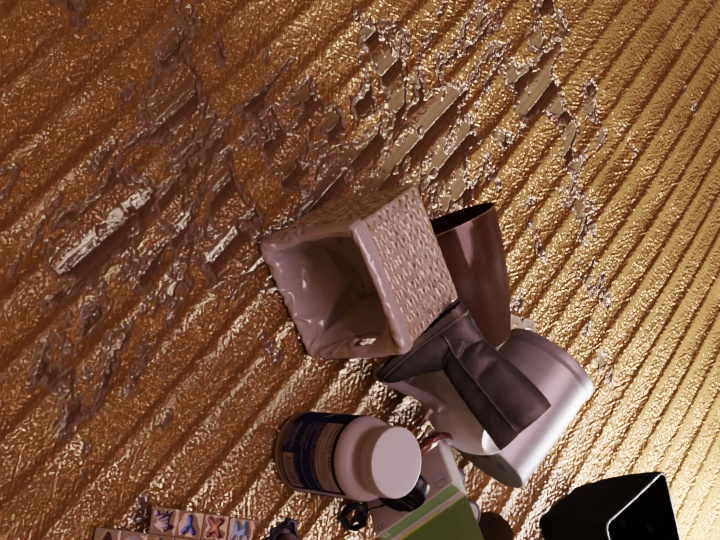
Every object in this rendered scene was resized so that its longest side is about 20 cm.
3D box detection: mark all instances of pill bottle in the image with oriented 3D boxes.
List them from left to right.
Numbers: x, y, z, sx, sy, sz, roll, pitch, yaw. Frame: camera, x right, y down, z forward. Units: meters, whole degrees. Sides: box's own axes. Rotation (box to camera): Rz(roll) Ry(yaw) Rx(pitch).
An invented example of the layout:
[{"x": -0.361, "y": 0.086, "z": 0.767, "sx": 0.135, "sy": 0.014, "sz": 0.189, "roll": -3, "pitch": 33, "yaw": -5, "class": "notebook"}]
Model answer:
[{"x": -0.018, "y": 0.258, "z": 1.525, "sx": 0.115, "sy": 0.199, "sz": 0.117, "roll": 3, "pitch": 86, "yaw": -43, "class": "pill bottle"}]

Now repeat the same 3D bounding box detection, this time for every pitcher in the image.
[{"x": 0.127, "y": 0.193, "z": 1.657, "sx": 0.170, "sy": 0.199, "sz": 0.122, "roll": 4, "pitch": 110, "yaw": -42, "class": "pitcher"}]

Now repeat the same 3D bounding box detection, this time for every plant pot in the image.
[{"x": 0.153, "y": 0.024, "z": 1.688, "sx": 0.186, "sy": 0.186, "sz": 0.202, "roll": -29, "pitch": 101, "yaw": -40, "class": "plant pot"}, {"x": 0.438, "y": 0.482, "z": 1.959, "sx": 0.199, "sy": 0.176, "sz": 0.202, "roll": -26, "pitch": 105, "yaw": -40, "class": "plant pot"}]

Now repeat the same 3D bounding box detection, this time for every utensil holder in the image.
[{"x": 0.253, "y": 0.224, "z": 1.789, "sx": 0.200, "sy": 0.169, "sz": 0.170, "roll": -50, "pitch": 120, "yaw": -17, "class": "utensil holder"}]

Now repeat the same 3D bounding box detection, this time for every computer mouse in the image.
[{"x": 0.032, "y": 0.329, "z": 1.582, "sx": 0.058, "sy": 0.200, "sz": 0.034, "roll": 37, "pitch": 46, "yaw": -17, "class": "computer mouse"}]

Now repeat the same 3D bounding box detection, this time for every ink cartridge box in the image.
[{"x": 0.090, "y": 0.355, "z": 1.596, "sx": 0.048, "sy": 0.145, "sz": 0.201, "roll": 41, "pitch": 18, "yaw": -35, "class": "ink cartridge box"}]

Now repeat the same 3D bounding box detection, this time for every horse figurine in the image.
[{"x": 0.048, "y": 0.271, "z": 1.606, "sx": 0.050, "sy": 0.200, "sz": 0.133, "roll": 48, "pitch": 52, "yaw": -8, "class": "horse figurine"}]

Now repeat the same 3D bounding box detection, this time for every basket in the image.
[{"x": 0.000, "y": 0.000, "z": 1.563, "sx": 0.161, "sy": 0.197, "sz": 0.202, "roll": -40, "pitch": 113, "yaw": -42, "class": "basket"}]

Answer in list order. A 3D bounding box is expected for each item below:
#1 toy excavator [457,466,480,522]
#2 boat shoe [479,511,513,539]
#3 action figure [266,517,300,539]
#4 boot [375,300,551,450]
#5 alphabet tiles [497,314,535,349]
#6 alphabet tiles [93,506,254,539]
[{"x": 0.088, "y": 0.416, "z": 1.703, "sx": 0.199, "sy": 0.100, "sz": 0.196, "roll": -34, "pitch": 109, "yaw": -25, "class": "toy excavator"}, {"x": 0.186, "y": 0.453, "z": 1.803, "sx": 0.073, "sy": 0.065, "sz": 0.199, "roll": 49, "pitch": 28, "yaw": 18, "class": "boat shoe"}, {"x": -0.118, "y": 0.440, "z": 1.490, "sx": 0.192, "sy": 0.104, "sz": 0.203, "roll": 5, "pitch": 79, "yaw": -31, "class": "action figure"}, {"x": 0.144, "y": 0.168, "z": 1.560, "sx": 0.201, "sy": 0.181, "sz": 0.073, "roll": 52, "pitch": 17, "yaw": -2, "class": "boot"}, {"x": 0.255, "y": 0.175, "z": 1.914, "sx": 0.199, "sy": 0.015, "sz": 0.198, "roll": 14, "pitch": 78, "yaw": -42, "class": "alphabet tiles"}, {"x": -0.241, "y": 0.384, "z": 1.379, "sx": 0.198, "sy": 0.008, "sz": 0.169, "roll": 11, "pitch": 79, "yaw": -15, "class": "alphabet tiles"}]
